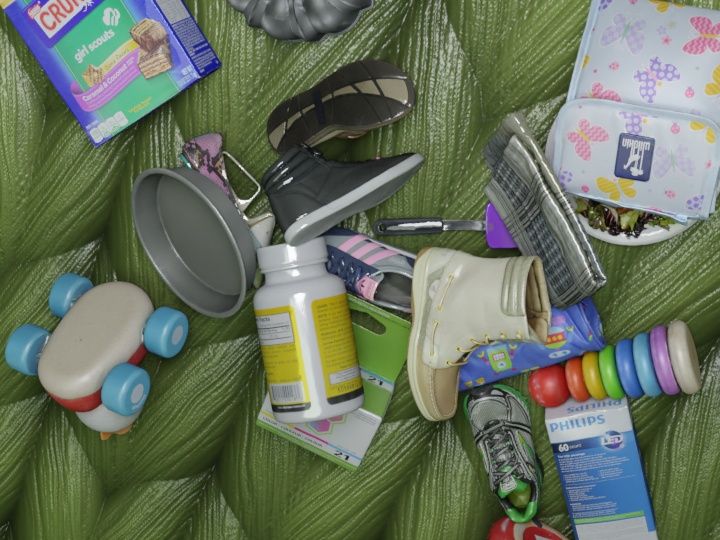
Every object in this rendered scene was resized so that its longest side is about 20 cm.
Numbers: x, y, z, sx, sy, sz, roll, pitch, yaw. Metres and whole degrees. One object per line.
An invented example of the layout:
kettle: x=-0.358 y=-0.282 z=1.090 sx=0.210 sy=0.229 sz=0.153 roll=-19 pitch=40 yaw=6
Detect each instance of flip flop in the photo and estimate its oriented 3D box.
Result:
flip flop: x=-0.020 y=-0.180 z=1.167 sx=0.199 sy=0.057 sz=0.082 roll=-19 pitch=74 yaw=33

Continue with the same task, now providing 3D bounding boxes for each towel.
towel: x=0.185 y=-0.056 z=1.078 sx=0.034 sy=0.193 sz=0.201 roll=-25 pitch=83 yaw=-4

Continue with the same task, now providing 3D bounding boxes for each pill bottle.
pill bottle: x=-0.063 y=0.067 z=1.177 sx=0.110 sy=0.111 sz=0.202 roll=-9 pitch=92 yaw=16

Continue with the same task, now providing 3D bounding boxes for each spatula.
spatula: x=0.111 y=-0.053 z=1.206 sx=0.198 sy=0.021 sz=0.057 roll=-1 pitch=99 yaw=16

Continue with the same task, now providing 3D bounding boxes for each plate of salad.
plate of salad: x=0.303 y=-0.119 z=1.123 sx=0.198 sy=0.048 sz=0.202 roll=4 pitch=112 yaw=10

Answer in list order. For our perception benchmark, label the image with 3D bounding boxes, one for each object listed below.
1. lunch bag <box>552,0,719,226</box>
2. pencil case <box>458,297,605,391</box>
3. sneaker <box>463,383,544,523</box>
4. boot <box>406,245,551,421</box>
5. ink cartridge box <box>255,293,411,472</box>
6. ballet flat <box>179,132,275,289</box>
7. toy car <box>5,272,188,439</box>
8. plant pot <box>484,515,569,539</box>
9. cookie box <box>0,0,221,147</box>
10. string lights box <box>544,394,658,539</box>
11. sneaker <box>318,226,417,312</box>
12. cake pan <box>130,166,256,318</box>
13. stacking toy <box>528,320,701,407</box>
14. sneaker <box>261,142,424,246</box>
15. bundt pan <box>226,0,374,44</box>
lunch bag: x=0.293 y=-0.159 z=1.019 sx=0.168 sy=0.127 sz=0.202 roll=17 pitch=90 yaw=21
pencil case: x=0.190 y=0.080 z=1.210 sx=0.198 sy=0.078 sz=0.087 roll=-20 pitch=116 yaw=19
sneaker: x=0.183 y=0.223 z=1.251 sx=0.077 sy=0.085 sz=0.201 roll=-19 pitch=117 yaw=16
boot: x=0.133 y=0.077 z=1.130 sx=0.153 sy=0.072 sz=0.202 roll=5 pitch=98 yaw=35
ink cartridge box: x=-0.030 y=0.132 z=1.264 sx=0.147 sy=0.076 sz=0.201 roll=25 pitch=127 yaw=2
ballet flat: x=-0.147 y=-0.075 z=1.239 sx=0.071 sy=0.069 sz=0.201 roll=-27 pitch=105 yaw=-5
toy car: x=-0.324 y=0.134 z=1.332 sx=0.183 sy=0.178 sz=0.201 roll=18 pitch=144 yaw=19
plant pot: x=0.194 y=0.425 z=1.284 sx=0.199 sy=0.201 sz=0.183 roll=32 pitch=111 yaw=-1
cookie box: x=-0.289 y=-0.275 z=1.179 sx=0.170 sy=0.075 sz=0.201 roll=-28 pitch=102 yaw=22
string lights box: x=0.300 y=0.251 z=1.265 sx=0.102 sy=0.059 sz=0.202 roll=-11 pitch=108 yaw=16
sneaker: x=0.000 y=0.000 z=1.219 sx=0.198 sy=0.082 sz=0.071 roll=14 pitch=114 yaw=7
cake pan: x=-0.198 y=-0.038 z=1.227 sx=0.199 sy=0.037 sz=0.202 roll=28 pitch=136 yaw=30
stacking toy: x=0.295 y=0.119 z=1.210 sx=0.198 sy=0.085 sz=0.086 roll=-14 pitch=108 yaw=24
sneaker: x=-0.023 y=-0.113 z=1.153 sx=0.100 sy=0.199 sz=0.071 roll=56 pitch=156 yaw=13
bundt pan: x=-0.073 y=-0.341 z=1.104 sx=0.200 sy=0.076 sz=0.204 roll=5 pitch=113 yaw=11
